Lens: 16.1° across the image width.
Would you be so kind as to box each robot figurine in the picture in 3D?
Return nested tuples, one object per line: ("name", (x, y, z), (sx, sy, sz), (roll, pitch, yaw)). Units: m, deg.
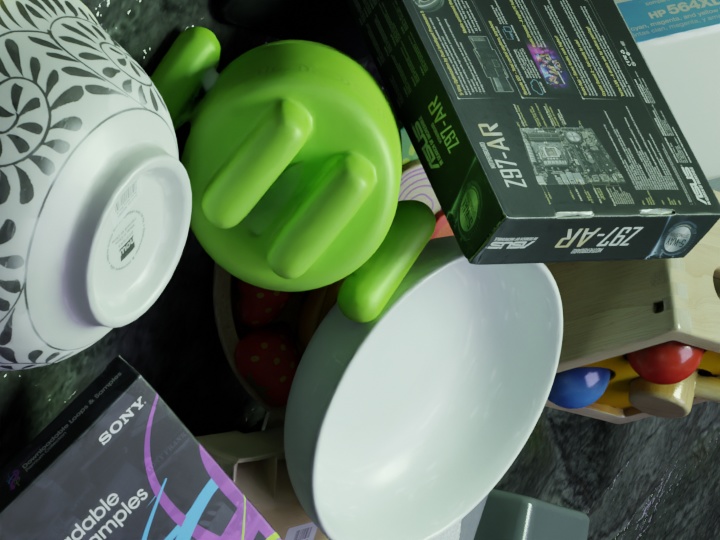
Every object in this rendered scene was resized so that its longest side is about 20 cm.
("robot figurine", (-0.036, -0.059, 1.360), (0.116, 0.175, 0.200), (-52, -171, 12))

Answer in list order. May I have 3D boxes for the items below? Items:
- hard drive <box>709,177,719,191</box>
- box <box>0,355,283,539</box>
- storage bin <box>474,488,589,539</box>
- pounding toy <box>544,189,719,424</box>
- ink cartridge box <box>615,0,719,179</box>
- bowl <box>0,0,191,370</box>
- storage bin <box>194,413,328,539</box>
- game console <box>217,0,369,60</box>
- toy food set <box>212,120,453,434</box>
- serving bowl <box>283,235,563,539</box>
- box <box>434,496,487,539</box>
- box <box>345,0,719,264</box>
("hard drive", (0.183, -0.029, 1.718), (0.199, 0.033, 0.140), (-19, 143, -18))
("box", (-0.121, 0.163, 1.375), (0.143, 0.036, 0.200), (-45, 123, -11))
("storage bin", (0.115, 0.241, 1.965), (0.200, 0.145, 0.135), (22, 79, -66))
("pounding toy", (0.200, 0.041, 1.602), (0.199, 0.183, 0.143), (16, 63, -46))
("ink cartridge box", (0.146, -0.157, 1.624), (0.124, 0.201, 0.129), (-13, 135, -11))
("bowl", (-0.144, -0.029, 1.241), (0.201, 0.094, 0.202), (-47, 148, -41))
("storage bin", (-0.087, 0.185, 1.534), (0.200, 0.093, 0.200), (-3, 111, -63))
("game console", (-0.003, -0.228, 1.466), (0.200, 0.116, 0.177), (7, 73, -66))
("toy food set", (0.000, 0.000, 1.526), (0.197, 0.049, 0.201), (14, 91, -37))
("serving bowl", (0.026, 0.064, 1.472), (0.200, 0.066, 0.201), (-29, 135, -34))
("box", (0.020, 0.119, 1.675), (0.132, 0.114, 0.201), (-1, 110, -64))
("box", (0.095, -0.097, 1.420), (0.159, 0.201, 0.044), (-3, 146, -36))
